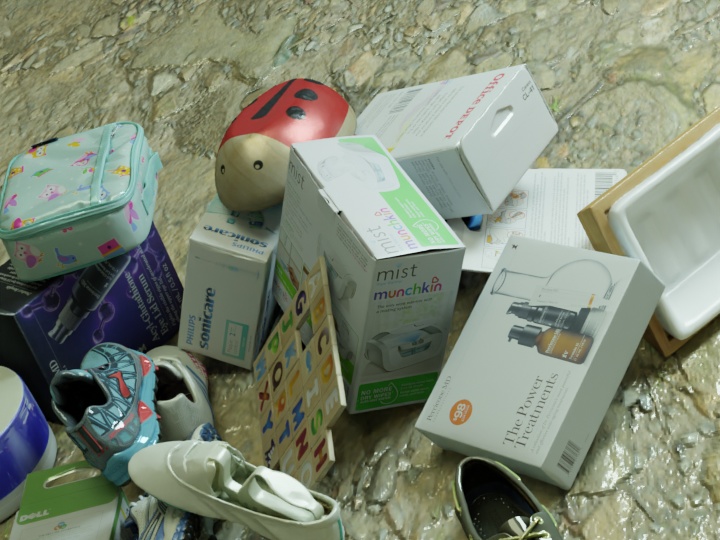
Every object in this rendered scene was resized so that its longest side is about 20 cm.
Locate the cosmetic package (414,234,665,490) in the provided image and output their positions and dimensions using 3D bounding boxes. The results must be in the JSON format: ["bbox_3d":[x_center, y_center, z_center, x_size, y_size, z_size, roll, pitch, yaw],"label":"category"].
[{"bbox_3d":[0.154,0.075,1.532,0.151,0.052,0.200,12,69,47],"label":"cosmetic package"}]

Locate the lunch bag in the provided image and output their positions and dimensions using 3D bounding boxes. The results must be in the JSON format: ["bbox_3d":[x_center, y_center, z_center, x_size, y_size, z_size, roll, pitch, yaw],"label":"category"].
[{"bbox_3d":[-0.285,-0.079,1.823,0.160,0.077,0.200,-18,31,7],"label":"lunch bag"}]

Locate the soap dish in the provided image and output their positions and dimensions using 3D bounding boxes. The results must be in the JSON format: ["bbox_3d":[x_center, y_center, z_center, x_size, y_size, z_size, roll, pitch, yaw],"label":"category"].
[{"bbox_3d":[0.299,-0.041,1.609,0.200,0.158,0.081,-36,16,-24],"label":"soap dish"}]

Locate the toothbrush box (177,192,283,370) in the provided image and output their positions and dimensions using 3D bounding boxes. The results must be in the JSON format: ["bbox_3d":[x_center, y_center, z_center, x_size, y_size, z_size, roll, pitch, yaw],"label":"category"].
[{"bbox_3d":[-0.112,-0.021,1.823,0.085,0.147,0.200,17,38,8],"label":"toothbrush box"}]

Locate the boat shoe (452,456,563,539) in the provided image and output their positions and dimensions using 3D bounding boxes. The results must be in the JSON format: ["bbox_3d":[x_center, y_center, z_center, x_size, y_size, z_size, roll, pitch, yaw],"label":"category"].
[{"bbox_3d":[0.123,0.216,1.388,0.072,0.060,0.202,-26,30,-7],"label":"boat shoe"}]

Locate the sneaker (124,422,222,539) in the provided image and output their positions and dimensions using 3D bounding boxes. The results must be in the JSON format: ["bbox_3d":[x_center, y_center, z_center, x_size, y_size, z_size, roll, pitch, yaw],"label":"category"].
[{"bbox_3d":[-0.168,0.210,1.578,0.085,0.077,0.200,-16,29,19],"label":"sneaker"}]

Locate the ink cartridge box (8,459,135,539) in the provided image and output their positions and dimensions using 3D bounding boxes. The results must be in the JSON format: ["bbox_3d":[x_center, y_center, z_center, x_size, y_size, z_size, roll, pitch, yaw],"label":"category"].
[{"bbox_3d":[-0.257,0.252,1.579,0.104,0.059,0.200,-15,30,10],"label":"ink cartridge box"}]

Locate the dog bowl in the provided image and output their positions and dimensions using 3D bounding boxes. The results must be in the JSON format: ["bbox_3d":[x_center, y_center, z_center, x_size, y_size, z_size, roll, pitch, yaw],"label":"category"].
[{"bbox_3d":[-0.410,0.184,1.772,0.200,0.079,0.200,-16,30,10],"label":"dog bowl"}]

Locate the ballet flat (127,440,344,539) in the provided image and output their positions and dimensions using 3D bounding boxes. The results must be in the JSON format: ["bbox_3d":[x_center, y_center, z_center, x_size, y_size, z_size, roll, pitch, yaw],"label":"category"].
[{"bbox_3d":[-0.102,0.181,1.504,0.200,0.070,0.069,23,44,11],"label":"ballet flat"}]

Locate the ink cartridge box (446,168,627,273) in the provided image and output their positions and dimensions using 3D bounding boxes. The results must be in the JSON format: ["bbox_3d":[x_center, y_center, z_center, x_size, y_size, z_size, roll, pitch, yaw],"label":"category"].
[{"bbox_3d":[0.172,-0.035,1.736,0.176,0.045,0.200,2,34,7],"label":"ink cartridge box"}]

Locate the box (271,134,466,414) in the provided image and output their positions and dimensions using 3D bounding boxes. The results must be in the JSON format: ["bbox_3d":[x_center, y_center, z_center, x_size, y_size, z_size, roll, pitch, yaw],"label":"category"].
[{"bbox_3d":[0.000,0.000,1.645,0.097,0.177,0.200,-7,37,-24],"label":"box"}]

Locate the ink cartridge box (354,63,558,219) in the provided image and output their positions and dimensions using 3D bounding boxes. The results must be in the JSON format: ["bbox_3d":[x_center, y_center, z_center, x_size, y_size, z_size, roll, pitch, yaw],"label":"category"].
[{"bbox_3d":[0.072,-0.118,1.756,0.200,0.086,0.148,-5,36,44],"label":"ink cartridge box"}]

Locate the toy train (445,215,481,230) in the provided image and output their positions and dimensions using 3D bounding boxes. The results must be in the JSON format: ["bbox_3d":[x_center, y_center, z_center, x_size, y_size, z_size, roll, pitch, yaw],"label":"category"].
[{"bbox_3d":[0.058,-0.038,1.828,0.114,0.087,0.200,-12,31,34],"label":"toy train"}]

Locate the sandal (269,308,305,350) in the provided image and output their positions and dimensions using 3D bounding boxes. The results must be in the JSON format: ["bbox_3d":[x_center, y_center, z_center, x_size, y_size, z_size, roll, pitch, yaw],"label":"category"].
[{"bbox_3d":[-0.046,0.032,1.797,0.043,0.076,0.200,-3,44,17],"label":"sandal"}]

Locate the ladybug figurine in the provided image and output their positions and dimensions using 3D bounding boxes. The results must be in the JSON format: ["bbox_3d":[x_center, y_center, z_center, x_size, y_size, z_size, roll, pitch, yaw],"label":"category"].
[{"bbox_3d":[-0.079,-0.132,1.760,0.136,0.072,0.200,-9,29,29],"label":"ladybug figurine"}]

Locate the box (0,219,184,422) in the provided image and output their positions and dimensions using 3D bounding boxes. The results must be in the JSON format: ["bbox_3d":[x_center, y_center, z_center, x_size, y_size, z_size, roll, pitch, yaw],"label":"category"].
[{"bbox_3d":[-0.295,0.039,1.866,0.104,0.148,0.200,12,45,43],"label":"box"}]

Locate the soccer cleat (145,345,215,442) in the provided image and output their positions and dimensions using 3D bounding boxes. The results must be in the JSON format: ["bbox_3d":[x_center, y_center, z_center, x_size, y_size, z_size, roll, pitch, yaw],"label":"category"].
[{"bbox_3d":[-0.185,0.108,1.740,0.070,0.086,0.200,-25,29,-5],"label":"soccer cleat"}]

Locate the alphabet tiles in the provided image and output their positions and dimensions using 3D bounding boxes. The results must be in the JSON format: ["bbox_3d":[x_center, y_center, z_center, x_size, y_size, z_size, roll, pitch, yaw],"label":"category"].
[{"bbox_3d":[-0.056,0.115,1.589,0.008,0.167,0.200,11,47,-23],"label":"alphabet tiles"}]

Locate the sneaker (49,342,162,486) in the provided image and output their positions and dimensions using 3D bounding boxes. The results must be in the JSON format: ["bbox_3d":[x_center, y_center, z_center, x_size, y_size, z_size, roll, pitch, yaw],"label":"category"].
[{"bbox_3d":[-0.238,0.110,1.629,0.079,0.096,0.200,-46,27,8],"label":"sneaker"}]
